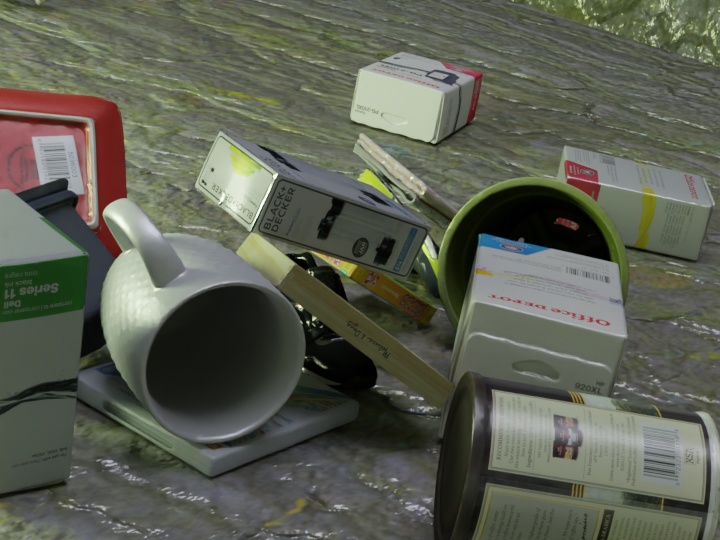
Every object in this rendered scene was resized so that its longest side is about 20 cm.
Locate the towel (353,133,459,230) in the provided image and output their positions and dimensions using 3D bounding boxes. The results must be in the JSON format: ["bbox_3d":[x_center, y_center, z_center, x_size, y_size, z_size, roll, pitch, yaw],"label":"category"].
[{"bbox_3d":[0.091,-0.075,1.936,0.191,0.032,0.200,37,5,-33],"label":"towel"}]

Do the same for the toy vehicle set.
[{"bbox_3d":[-0.014,0.044,1.446,0.200,0.027,0.124,38,-1,-24],"label":"toy vehicle set"}]

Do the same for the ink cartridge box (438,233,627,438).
[{"bbox_3d":[0.164,0.075,1.530,0.146,0.145,0.200,13,20,3],"label":"ink cartridge box"}]

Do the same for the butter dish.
[{"bbox_3d":[-0.352,-0.074,1.673,0.198,0.148,0.201,3,64,-21],"label":"butter dish"}]

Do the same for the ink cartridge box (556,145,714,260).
[{"bbox_3d":[0.365,-0.091,2.168,0.199,0.084,0.145,12,21,2],"label":"ink cartridge box"}]

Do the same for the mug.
[{"bbox_3d":[-0.158,0.024,1.366,0.147,0.201,0.175,-34,34,-11],"label":"mug"}]

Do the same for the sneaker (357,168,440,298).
[{"bbox_3d":[0.038,-0.028,1.858,0.200,0.081,0.074,50,0,38],"label":"sneaker"}]

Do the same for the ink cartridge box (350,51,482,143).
[{"bbox_3d":[0.089,-0.272,2.496,0.144,0.085,0.200,17,21,16],"label":"ink cartridge box"}]

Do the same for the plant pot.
[{"bbox_3d":[0.198,-0.002,1.739,0.199,0.201,0.190,16,8,12],"label":"plant pot"}]

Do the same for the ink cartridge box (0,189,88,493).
[{"bbox_3d":[-0.288,0.056,1.263,0.083,0.201,0.146,-10,28,-38],"label":"ink cartridge box"}]

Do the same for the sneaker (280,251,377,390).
[{"bbox_3d":[-0.042,0.045,1.582,0.075,0.088,0.200,-1,24,-30],"label":"sneaker"}]

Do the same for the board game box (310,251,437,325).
[{"bbox_3d":[0.000,0.000,1.674,0.095,0.030,0.200,33,-2,33],"label":"board game box"}]

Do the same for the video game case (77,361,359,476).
[{"bbox_3d":[-0.130,0.114,1.447,0.182,0.022,0.200,25,24,32],"label":"video game case"}]

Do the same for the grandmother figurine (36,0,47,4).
[{"bbox_3d":[-0.613,-0.488,2.717,0.199,0.061,0.121,3,29,-14],"label":"grandmother figurine"}]

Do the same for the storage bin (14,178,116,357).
[{"bbox_3d":[-0.306,0.026,1.454,0.134,0.146,0.200,45,28,10],"label":"storage bin"}]

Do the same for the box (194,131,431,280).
[{"bbox_3d":[-0.044,-0.060,1.527,0.199,0.060,0.117,17,14,-39],"label":"box"}]

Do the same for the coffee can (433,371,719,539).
[{"bbox_3d":[0.170,0.170,1.282,0.199,0.147,0.146,10,20,-5],"label":"coffee can"}]
